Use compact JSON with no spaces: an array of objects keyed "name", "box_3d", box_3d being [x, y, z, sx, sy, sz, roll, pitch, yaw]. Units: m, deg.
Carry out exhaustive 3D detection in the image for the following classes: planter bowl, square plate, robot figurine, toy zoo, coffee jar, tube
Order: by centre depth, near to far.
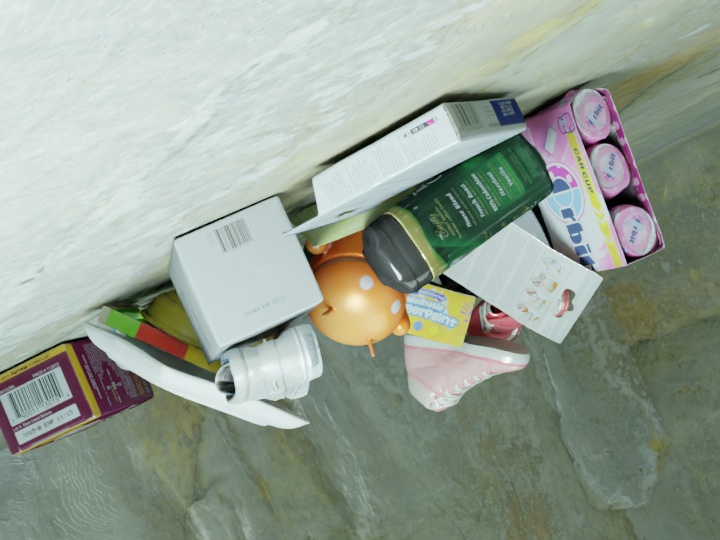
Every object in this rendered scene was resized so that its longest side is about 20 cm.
[{"name":"coffee jar","box_3d":[0.095,-0.058,1.308,0.199,0.086,0.104,-36,-177,-9]},{"name":"tube","box_3d":[0.024,-0.079,1.362,0.198,0.052,0.058,-24,172,-12]},{"name":"square plate","box_3d":[-0.180,0.117,1.363,0.197,0.029,0.199,27,175,-38]},{"name":"robot figurine","box_3d":[0.002,0.001,1.418,0.115,0.201,0.145,5,135,6]},{"name":"toy zoo","box_3d":[-0.189,0.086,1.450,0.131,0.198,0.021,6,107,-82]},{"name":"planter bowl","box_3d":[-0.145,0.047,1.455,0.200,0.198,0.084,9,104,-83]}]

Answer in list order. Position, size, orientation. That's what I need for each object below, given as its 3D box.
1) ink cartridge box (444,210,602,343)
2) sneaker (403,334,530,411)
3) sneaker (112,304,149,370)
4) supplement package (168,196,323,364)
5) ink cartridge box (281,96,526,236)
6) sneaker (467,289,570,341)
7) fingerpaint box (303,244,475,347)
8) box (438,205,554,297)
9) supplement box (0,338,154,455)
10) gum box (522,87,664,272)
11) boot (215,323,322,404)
[{"name":"ink cartridge box","box_3d":[0.185,-0.015,1.515,0.047,0.199,0.161,-54,171,-33]},{"name":"sneaker","box_3d":[0.142,0.142,1.718,0.199,0.106,0.075,5,-175,40]},{"name":"sneaker","box_3d":[-0.221,0.057,1.587,0.199,0.072,0.073,-30,153,-25]},{"name":"supplement package","box_3d":[-0.120,0.015,1.273,0.113,0.111,0.200,-24,176,-13]},{"name":"ink cartridge box","box_3d":[0.039,-0.102,1.200,0.199,0.044,0.196,-25,179,26]},{"name":"sneaker","box_3d":[0.191,0.050,1.716,0.086,0.075,0.200,-4,162,-34]},{"name":"fingerpaint box","box_3d":[0.027,0.034,1.679,0.198,0.074,0.167,16,-179,-19]},{"name":"box","box_3d":[0.166,-0.058,1.693,0.085,0.165,0.200,-23,175,-27]},{"name":"supplement box","box_3d":[-0.376,0.157,1.659,0.130,0.104,0.200,-26,177,13]},{"name":"gum box","box_3d":[0.255,-0.102,1.448,0.066,0.202,0.113,-22,-176,-28]},{"name":"boot","box_3d":[-0.100,0.097,1.266,0.094,0.074,0.200,-13,169,-12]}]
